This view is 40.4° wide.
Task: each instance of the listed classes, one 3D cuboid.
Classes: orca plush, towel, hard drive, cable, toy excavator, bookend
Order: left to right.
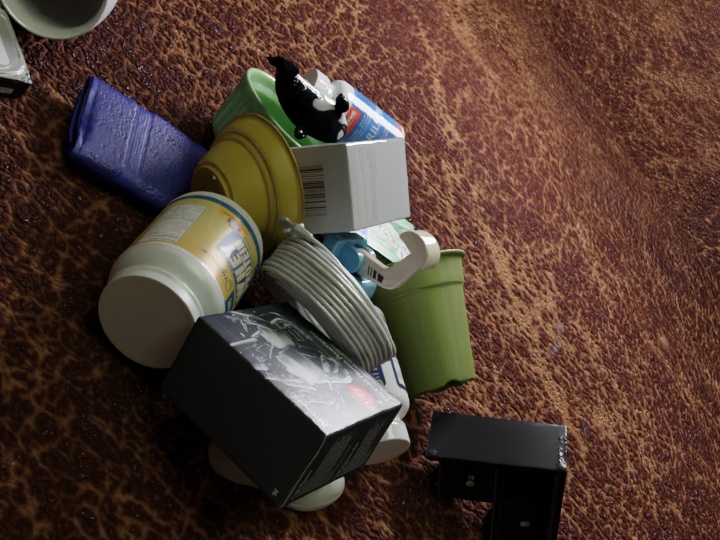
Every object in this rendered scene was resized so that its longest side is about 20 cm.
[{"bbox_3d":[-0.498,-0.312,1.207,0.139,0.038,0.202,2,57,-53],"label":"hard drive"},{"bbox_3d":[-0.300,-0.153,1.313,0.199,0.049,0.149,32,44,-33],"label":"towel"},{"bbox_3d":[-0.073,-0.224,1.400,0.200,0.104,0.072,66,32,-68],"label":"orca plush"},{"bbox_3d":[-0.042,0.048,1.232,0.200,0.069,0.201,41,-17,29],"label":"cable"},{"bbox_3d":[0.000,0.000,1.375,0.199,0.196,0.099,34,21,27],"label":"toy excavator"},{"bbox_3d":[0.195,0.320,1.439,0.197,0.201,0.093,6,35,9],"label":"bookend"}]

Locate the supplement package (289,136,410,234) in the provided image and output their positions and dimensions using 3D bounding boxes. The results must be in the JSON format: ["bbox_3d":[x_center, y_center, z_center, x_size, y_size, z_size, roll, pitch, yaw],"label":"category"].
[{"bbox_3d":[-0.022,-0.119,1.359,0.200,0.116,0.119,-18,104,-63],"label":"supplement package"}]

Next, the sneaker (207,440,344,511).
[{"bbox_3d":[-0.081,0.232,1.180,0.199,0.088,0.076,25,41,-37],"label":"sneaker"}]

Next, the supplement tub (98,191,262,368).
[{"bbox_3d":[-0.212,0.009,1.170,0.145,0.144,0.201,45,32,-12],"label":"supplement tub"}]

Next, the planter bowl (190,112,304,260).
[{"bbox_3d":[-0.165,-0.099,1.284,0.083,0.200,0.202,-17,72,-37],"label":"planter bowl"}]

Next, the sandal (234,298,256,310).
[{"bbox_3d":[-0.124,0.132,1.255,0.202,0.075,0.048,61,-2,10],"label":"sandal"}]

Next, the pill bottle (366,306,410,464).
[{"bbox_3d":[0.004,0.157,1.346,0.110,0.111,0.202,18,46,-44],"label":"pill bottle"}]

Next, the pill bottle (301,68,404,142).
[{"bbox_3d":[-0.027,-0.261,1.717,0.199,0.112,0.113,32,37,-30],"label":"pill bottle"}]

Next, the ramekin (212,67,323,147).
[{"bbox_3d":[-0.133,-0.200,1.493,0.200,0.098,0.201,44,18,-18],"label":"ramekin"}]

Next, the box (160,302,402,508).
[{"bbox_3d":[-0.085,0.142,1.102,0.199,0.105,0.182,39,21,20],"label":"box"}]

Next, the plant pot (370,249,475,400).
[{"bbox_3d":[0.090,0.091,1.485,0.199,0.199,0.192,-2,74,-54],"label":"plant pot"}]

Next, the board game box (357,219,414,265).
[{"bbox_3d":[0.017,-0.074,1.672,0.199,0.029,0.136,34,35,-29],"label":"board game box"}]

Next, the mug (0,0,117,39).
[{"bbox_3d":[-0.417,-0.412,1.315,0.198,0.149,0.176,27,19,-13],"label":"mug"}]
